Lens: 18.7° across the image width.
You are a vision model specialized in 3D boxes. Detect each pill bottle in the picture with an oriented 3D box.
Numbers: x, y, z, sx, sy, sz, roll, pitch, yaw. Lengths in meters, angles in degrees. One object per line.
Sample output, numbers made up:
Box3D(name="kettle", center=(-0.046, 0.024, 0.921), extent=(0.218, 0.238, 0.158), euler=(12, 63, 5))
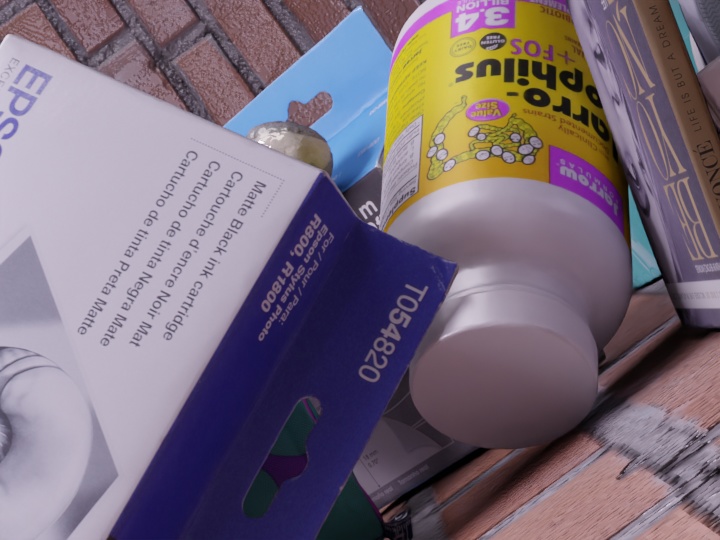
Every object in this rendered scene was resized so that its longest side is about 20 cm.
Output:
Box3D(name="pill bottle", center=(0.060, -0.025, 0.904), extent=(0.104, 0.104, 0.200), euler=(-36, 33, 33))

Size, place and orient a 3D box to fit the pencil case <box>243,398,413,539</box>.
Box3D(name="pencil case", center=(-0.082, 0.131, 0.863), extent=(0.200, 0.085, 0.092), euler=(-37, -38, -12))

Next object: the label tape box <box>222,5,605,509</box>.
Box3D(name="label tape box", center=(0.000, 0.000, 1.036), extent=(0.144, 0.200, 0.063), euler=(-37, -1, 42))

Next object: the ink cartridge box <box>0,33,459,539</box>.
Box3D(name="ink cartridge box", center=(-0.095, 0.033, 0.808), extent=(0.200, 0.200, 0.041), euler=(-61, -16, -16))

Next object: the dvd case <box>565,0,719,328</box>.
Box3D(name="dvd case", center=(0.102, -0.073, 0.810), extent=(0.016, 0.200, 0.149), euler=(-21, -1, -1))

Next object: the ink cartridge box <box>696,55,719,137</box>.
Box3D(name="ink cartridge box", center=(0.194, -0.072, 0.856), extent=(0.145, 0.084, 0.200), euler=(-36, -1, -1))

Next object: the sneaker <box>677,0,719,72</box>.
Box3D(name="sneaker", center=(0.171, -0.121, 0.988), extent=(0.073, 0.200, 0.071), euler=(-26, 37, -8))

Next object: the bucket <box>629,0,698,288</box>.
Box3D(name="bucket", center=(0.188, -0.095, 1.255), extent=(0.207, 0.135, 0.207), euler=(-37, 0, 0))

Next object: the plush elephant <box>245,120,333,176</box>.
Box3D(name="plush elephant", center=(-0.116, 0.032, 0.965), extent=(0.164, 0.201, 0.155), euler=(2, 3, 30))
